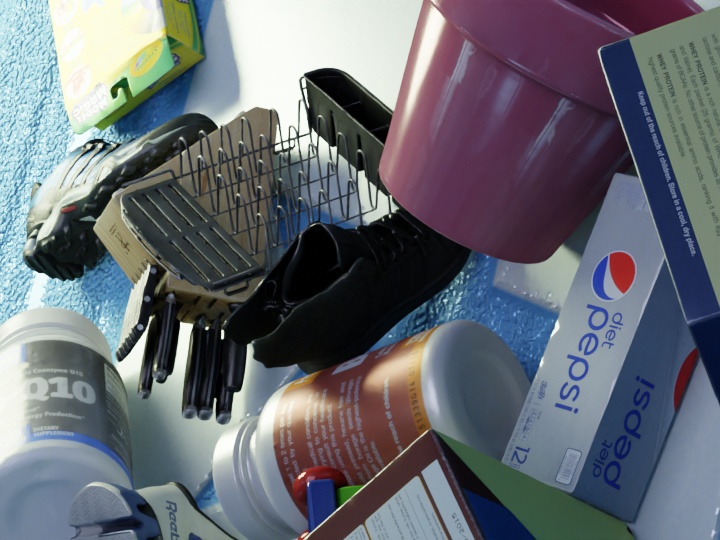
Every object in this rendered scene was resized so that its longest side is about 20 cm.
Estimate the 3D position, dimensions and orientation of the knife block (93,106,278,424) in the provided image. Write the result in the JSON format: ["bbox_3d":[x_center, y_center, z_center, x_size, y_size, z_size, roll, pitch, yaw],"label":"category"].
[{"bbox_3d":[-0.098,0.003,1.822,0.200,0.176,0.064,-35,-5,-28],"label":"knife block"}]

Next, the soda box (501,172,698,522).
[{"bbox_3d":[0.161,0.047,1.558,0.063,0.068,0.200,15,80,45],"label":"soda box"}]

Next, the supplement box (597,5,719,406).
[{"bbox_3d":[0.263,-0.047,1.418,0.200,0.134,0.200,-20,54,8],"label":"supplement box"}]

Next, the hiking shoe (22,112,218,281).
[{"bbox_3d":[-0.189,-0.075,1.941,0.200,0.074,0.087,-32,51,27],"label":"hiking shoe"}]

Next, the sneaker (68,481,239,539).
[{"bbox_3d":[-0.121,0.230,1.723,0.080,0.115,0.200,-5,95,43],"label":"sneaker"}]

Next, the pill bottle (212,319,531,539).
[{"bbox_3d":[0.006,0.111,1.638,0.200,0.112,0.112,-22,56,34],"label":"pill bottle"}]

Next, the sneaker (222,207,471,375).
[{"bbox_3d":[-0.002,-0.002,1.667,0.060,0.104,0.200,36,73,31],"label":"sneaker"}]

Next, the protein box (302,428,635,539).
[{"bbox_3d":[0.053,0.229,1.471,0.200,0.198,0.135,-42,46,19],"label":"protein box"}]

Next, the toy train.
[{"bbox_3d":[0.020,0.200,1.601,0.116,0.200,0.085,-4,53,-3],"label":"toy train"}]

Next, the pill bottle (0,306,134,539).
[{"bbox_3d":[-0.221,0.117,1.816,0.114,0.114,0.200,-44,27,17],"label":"pill bottle"}]

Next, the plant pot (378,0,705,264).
[{"bbox_3d":[0.107,-0.112,1.617,0.200,0.200,0.179,50,121,45],"label":"plant pot"}]

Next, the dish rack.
[{"bbox_3d":[-0.061,-0.059,1.754,0.200,0.055,0.153,-21,39,-24],"label":"dish rack"}]

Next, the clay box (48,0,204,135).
[{"bbox_3d":[-0.189,-0.202,2.025,0.115,0.048,0.200,-33,51,27],"label":"clay box"}]
